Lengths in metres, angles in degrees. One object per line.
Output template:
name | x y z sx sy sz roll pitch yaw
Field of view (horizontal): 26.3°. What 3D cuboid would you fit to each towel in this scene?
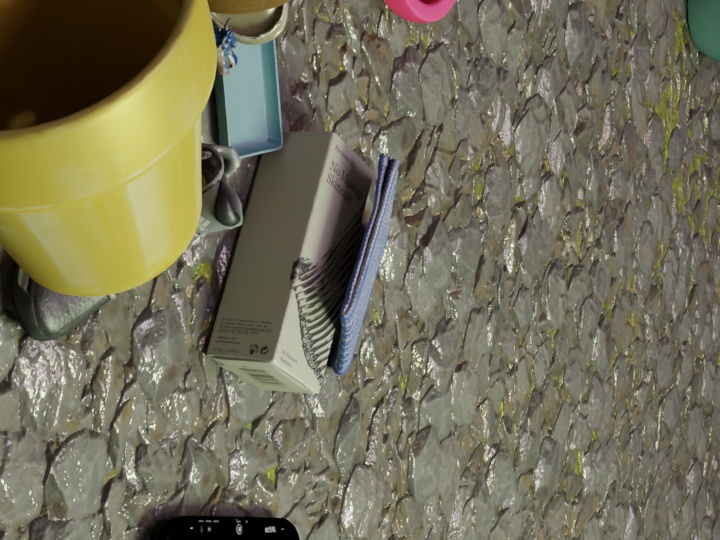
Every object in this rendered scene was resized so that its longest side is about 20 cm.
towel | 0.000 0.000 1.310 0.200 0.024 0.146 97 9 -72

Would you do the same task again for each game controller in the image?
game controller | -0.103 0.249 1.221 0.199 0.042 0.106 17 78 -60

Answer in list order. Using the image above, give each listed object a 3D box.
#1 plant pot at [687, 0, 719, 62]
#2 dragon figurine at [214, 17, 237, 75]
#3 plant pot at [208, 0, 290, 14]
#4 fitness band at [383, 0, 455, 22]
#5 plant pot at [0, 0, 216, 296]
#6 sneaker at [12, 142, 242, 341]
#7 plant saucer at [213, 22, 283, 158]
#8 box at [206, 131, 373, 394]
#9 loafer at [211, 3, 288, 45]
plant pot | 0.561 -0.378 2.198 0.200 0.159 0.203 -8 100 -60
dragon figurine | -0.154 -0.183 1.070 0.200 0.058 0.100 51 50 -50
plant pot | -0.084 -0.275 0.988 0.187 0.185 0.202 -53 147 -44
fitness band | 0.061 -0.327 1.455 0.144 0.037 0.202 54 47 -48
plant pot | -0.175 -0.091 0.929 0.190 0.199 0.202 78 31 -52
sneaker | -0.145 -0.029 1.045 0.201 0.114 0.075 -60 140 -39
plant saucer | -0.094 -0.191 1.210 0.070 0.019 0.202 -19 108 -52
box | -0.055 -0.007 1.252 0.082 0.068 0.202 39 60 -54
loafer | -0.109 -0.250 1.114 0.068 0.075 0.201 -98 165 -63
